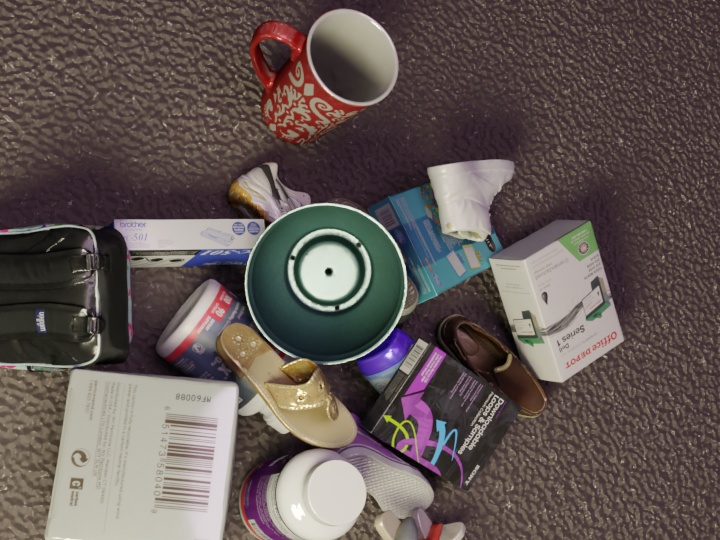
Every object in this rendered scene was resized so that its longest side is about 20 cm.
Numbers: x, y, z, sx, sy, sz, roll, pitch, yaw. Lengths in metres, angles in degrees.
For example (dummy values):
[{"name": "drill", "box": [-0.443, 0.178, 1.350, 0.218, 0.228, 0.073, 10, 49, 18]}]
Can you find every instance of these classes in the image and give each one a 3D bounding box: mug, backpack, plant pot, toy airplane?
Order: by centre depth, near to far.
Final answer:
[{"name": "backpack", "box": [-0.372, 0.032, 1.449, 0.200, 0.151, 0.178, -4, 88, 14]}, {"name": "plant pot", "box": [-0.042, 0.008, 1.560, 0.200, 0.134, 0.201, 0, 98, 1]}, {"name": "toy airplane", "box": [0.090, 0.409, 1.595, 0.200, 0.141, 0.199, 5, 85, -44]}, {"name": "mug", "box": [-0.064, -0.271, 1.666, 0.133, 0.200, 0.178, -43, 97, -28]}]

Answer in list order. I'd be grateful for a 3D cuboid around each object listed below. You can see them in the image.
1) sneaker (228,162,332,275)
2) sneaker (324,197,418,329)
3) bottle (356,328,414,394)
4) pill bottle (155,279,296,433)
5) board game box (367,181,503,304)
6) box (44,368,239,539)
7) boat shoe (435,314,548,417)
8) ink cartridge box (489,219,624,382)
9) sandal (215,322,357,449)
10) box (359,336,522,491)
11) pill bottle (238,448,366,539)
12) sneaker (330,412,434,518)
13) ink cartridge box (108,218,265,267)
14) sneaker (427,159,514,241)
[{"name": "sneaker", "box": [-0.086, -0.064, 1.671, 0.200, 0.076, 0.088, 50, 62, -7]}, {"name": "sneaker", "box": [0.000, 0.000, 1.696, 0.075, 0.106, 0.200, -26, 70, -21]}, {"name": "bottle", "box": [0.081, 0.172, 1.686, 0.200, 0.083, 0.065, 51, 35, -20]}, {"name": "pill bottle", "box": [-0.150, 0.115, 1.568, 0.200, 0.120, 0.120, 38, 63, -13]}, {"name": "board game box", "box": [0.113, -0.051, 1.746, 0.200, 0.047, 0.151, -24, 88, -51]}, {"name": "box", "box": [-0.249, 0.233, 1.432, 0.200, 0.171, 0.199, 6, 73, -4]}, {"name": "boat shoe", "box": [0.195, 0.142, 1.751, 0.202, 0.075, 0.075, 39, 77, -10]}, {"name": "ink cartridge box", "box": [0.291, 0.044, 1.792, 0.146, 0.084, 0.200, -29, 108, -29]}, {"name": "sandal", "box": [-0.080, 0.134, 1.473, 0.212, 0.070, 0.078, 40, 53, -4]}, {"name": "box", "box": [0.113, 0.196, 1.640, 0.200, 0.036, 0.143, 35, 87, -34]}, {"name": "pill bottle", "box": [-0.069, 0.282, 1.517, 0.112, 0.200, 0.113, 7, 74, -25]}, {"name": "sneaker", "box": [0.022, 0.253, 1.645, 0.073, 0.114, 0.200, -40, 130, 8]}, {"name": "ink cartridge box", "box": [-0.232, -0.035, 1.581, 0.200, 0.094, 0.044, -2, 77, -27]}, {"name": "sneaker", "box": [0.165, -0.099, 1.748, 0.200, 0.074, 0.116, -12, 93, -53]}]
